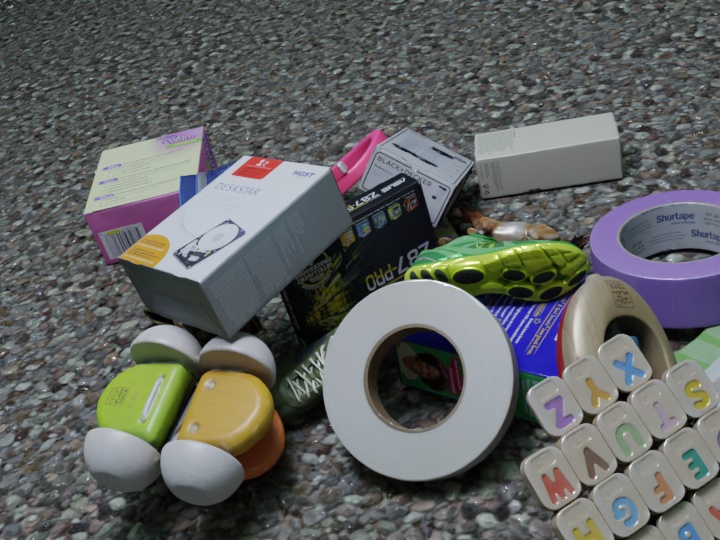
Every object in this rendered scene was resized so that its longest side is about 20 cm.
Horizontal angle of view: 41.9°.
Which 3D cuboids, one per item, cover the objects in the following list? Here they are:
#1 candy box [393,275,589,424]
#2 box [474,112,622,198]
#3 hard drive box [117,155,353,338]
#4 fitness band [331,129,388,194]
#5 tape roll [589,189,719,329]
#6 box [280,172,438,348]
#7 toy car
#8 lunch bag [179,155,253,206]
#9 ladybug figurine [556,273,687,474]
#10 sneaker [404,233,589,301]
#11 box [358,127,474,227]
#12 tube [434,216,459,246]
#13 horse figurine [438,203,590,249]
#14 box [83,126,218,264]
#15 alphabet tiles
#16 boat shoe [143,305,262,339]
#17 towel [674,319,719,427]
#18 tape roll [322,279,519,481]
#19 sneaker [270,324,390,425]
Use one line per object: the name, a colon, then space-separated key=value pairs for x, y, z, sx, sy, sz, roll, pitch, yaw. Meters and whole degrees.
candy box: x=0.162 y=0.070 z=1.030 sx=0.199 sy=0.078 sz=0.169 roll=11 pitch=41 yaw=35
box: x=0.262 y=-0.161 z=1.319 sx=0.198 sy=0.069 sz=0.082 roll=-7 pitch=35 yaw=12
hard drive box: x=-0.133 y=-0.032 z=1.011 sx=0.155 sy=0.077 sz=0.200 roll=12 pitch=46 yaw=43
fitness band: x=-0.040 y=-0.125 z=1.327 sx=0.200 sy=0.037 sz=0.144 roll=-39 pitch=10 yaw=24
tape roll: x=0.364 y=-0.017 z=1.065 sx=0.198 sy=0.066 sz=0.201 roll=-11 pitch=30 yaw=6
box: x=0.000 y=0.000 z=1.116 sx=0.199 sy=0.162 sz=0.049 roll=-29 pitch=32 yaw=-19
toy car: x=-0.171 y=0.162 z=0.971 sx=0.198 sy=0.151 sz=0.176 roll=3 pitch=53 yaw=19
lunch bag: x=-0.183 y=-0.049 z=1.280 sx=0.131 sy=0.137 sz=0.201 roll=-16 pitch=36 yaw=0
ladybug figurine: x=0.241 y=0.103 z=0.897 sx=0.135 sy=0.072 sz=0.202 roll=3 pitch=69 yaw=-31
sneaker: x=0.145 y=-0.012 z=1.019 sx=0.198 sy=0.075 sz=0.084 roll=-4 pitch=38 yaw=16
box: x=0.078 y=-0.128 z=1.249 sx=0.116 sy=0.061 sz=0.200 roll=27 pitch=19 yaw=5
tube: x=0.088 y=-0.076 z=1.286 sx=0.052 sy=0.058 sz=0.201 roll=-23 pitch=36 yaw=1
horse figurine: x=0.191 y=-0.040 z=1.167 sx=0.198 sy=0.050 sz=0.132 roll=12 pitch=13 yaw=25
box: x=-0.318 y=-0.120 z=1.467 sx=0.174 sy=0.097 sz=0.201 roll=-14 pitch=35 yaw=3
alphabet tiles: x=0.241 y=0.162 z=0.815 sx=0.199 sy=0.015 sz=0.197 roll=-27 pitch=78 yaw=-16
boat shoe: x=-0.204 y=0.062 z=1.201 sx=0.199 sy=0.072 sz=0.068 roll=12 pitch=47 yaw=48
towel: x=0.392 y=0.125 z=0.912 sx=0.149 sy=0.031 sz=0.199 roll=-31 pitch=35 yaw=-24
tape roll: x=0.058 y=0.110 z=0.945 sx=0.201 sy=0.037 sz=0.205 roll=-4 pitch=78 yaw=19
sneaker: x=-0.038 y=0.101 z=1.038 sx=0.199 sy=0.090 sz=0.067 roll=-31 pitch=82 yaw=-21
